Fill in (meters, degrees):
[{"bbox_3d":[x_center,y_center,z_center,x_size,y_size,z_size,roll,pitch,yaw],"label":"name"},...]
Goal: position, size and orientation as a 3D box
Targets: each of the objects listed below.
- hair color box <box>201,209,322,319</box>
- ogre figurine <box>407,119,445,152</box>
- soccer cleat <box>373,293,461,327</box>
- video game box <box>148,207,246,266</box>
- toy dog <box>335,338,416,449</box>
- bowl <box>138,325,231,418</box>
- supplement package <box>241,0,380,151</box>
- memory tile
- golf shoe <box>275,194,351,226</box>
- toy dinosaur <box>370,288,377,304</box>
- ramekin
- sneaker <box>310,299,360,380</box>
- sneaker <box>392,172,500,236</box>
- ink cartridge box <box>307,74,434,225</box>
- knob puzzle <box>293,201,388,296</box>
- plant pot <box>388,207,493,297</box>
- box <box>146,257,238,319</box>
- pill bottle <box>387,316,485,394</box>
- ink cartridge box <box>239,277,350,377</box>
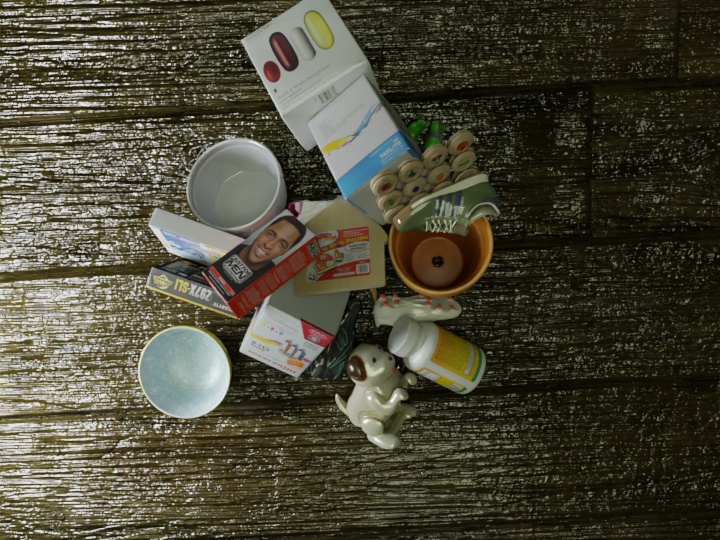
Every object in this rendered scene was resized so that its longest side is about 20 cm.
[{"bbox_3d":[-0.180,-0.015,0.975,0.200,0.061,0.101,-39,56,-16],"label":"hair color box"},{"bbox_3d":[0.087,-0.249,1.121,0.198,0.098,0.121,-6,79,-14],"label":"ogre figurine"},{"bbox_3d":[0.126,0.093,1.177,0.198,0.070,0.078,1,126,-7],"label":"soccer cleat"},{"bbox_3d":[-0.321,-0.049,1.096,0.198,0.182,0.047,20,76,-2],"label":"video game box"},{"bbox_3d":[0.032,0.249,1.149,0.193,0.139,0.202,13,122,34],"label":"toy dog"},{"bbox_3d":[-0.373,0.211,1.163,0.198,0.108,0.202,0,97,0],"label":"bowl"},{"bbox_3d":[-0.093,-0.392,1.038,0.190,0.147,0.201,-31,71,4],"label":"supplement package"},{"bbox_3d":[0.119,-0.162,0.942,0.199,0.153,0.017,-28,62,1],"label":"memory tile"},{"bbox_3d":[-0.095,-0.120,1.103,0.200,0.075,0.092,-42,109,-32],"label":"golf shoe"},{"bbox_3d":[0.000,0.000,1.165,0.200,0.060,0.106,40,92,-30],"label":"toy dinosaur"},{"bbox_3d":[-0.247,-0.162,1.095,0.198,0.105,0.202,-2,75,7],"label":"ramekin"},{"bbox_3d":[-0.042,0.159,1.185,0.079,0.075,0.201,23,103,-16],"label":"sneaker"},{"bbox_3d":[0.165,-0.101,0.965,0.199,0.067,0.090,-25,71,-3],"label":"sneaker"},{"bbox_3d":[0.023,-0.224,0.989,0.146,0.146,0.201,-36,61,17],"label":"ink cartridge box"},{"bbox_3d":[-0.041,-0.045,1.024,0.217,0.031,0.222,-6,60,10],"label":"knob puzzle"},{"bbox_3d":[0.160,-0.036,1.082,0.198,0.183,0.202,-1,78,5],"label":"plant pot"},{"bbox_3d":[-0.327,0.035,1.117,0.198,0.160,0.050,20,96,-3],"label":"box"},{"bbox_3d":[0.162,0.179,1.137,0.199,0.113,0.113,28,96,-18],"label":"pill bottle"},{"bbox_3d":[-0.136,0.098,1.079,0.144,0.145,0.200,27,138,-11],"label":"ink cartridge box"}]
